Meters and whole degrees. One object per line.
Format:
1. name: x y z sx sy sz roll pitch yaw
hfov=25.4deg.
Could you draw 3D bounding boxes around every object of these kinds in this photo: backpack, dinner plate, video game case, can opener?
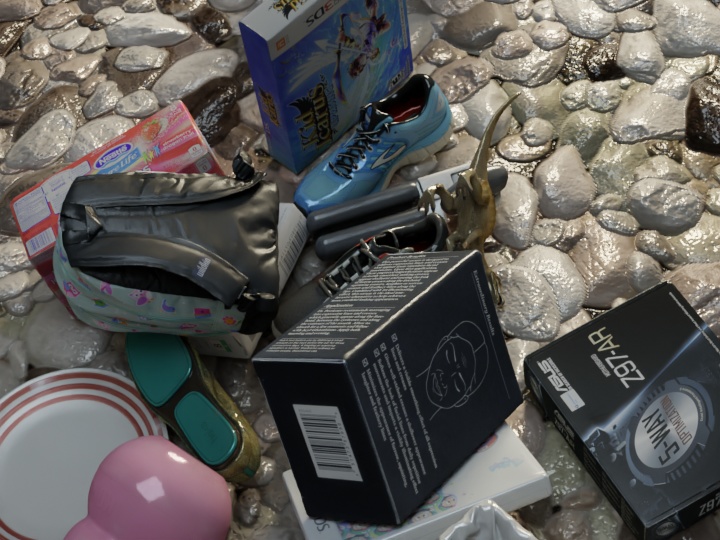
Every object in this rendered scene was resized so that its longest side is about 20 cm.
1. backpack: -0.175 -0.013 1.432 0.198 0.127 0.168 3 54 -10
2. dinner plate: -0.269 0.179 1.454 0.198 0.024 0.202 -5 52 6
3. video game case: -0.028 -0.221 1.600 0.181 0.201 0.045 -41 59 -20
4. can opener: 0.047 -0.065 1.547 0.198 0.067 0.054 -17 72 -12
5. video game case: 0.042 0.179 1.343 0.198 0.024 0.182 -20 19 -6

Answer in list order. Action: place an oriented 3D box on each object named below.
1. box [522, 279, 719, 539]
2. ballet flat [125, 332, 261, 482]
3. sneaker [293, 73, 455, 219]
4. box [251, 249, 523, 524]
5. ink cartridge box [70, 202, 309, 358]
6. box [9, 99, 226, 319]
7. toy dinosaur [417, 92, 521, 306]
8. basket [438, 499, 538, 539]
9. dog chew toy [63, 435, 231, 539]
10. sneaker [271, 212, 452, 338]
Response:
1. box: 0.259 0.121 1.395 0.159 0.044 0.201 -26 54 -11
2. ballet flat: -0.151 0.119 1.453 0.070 0.071 0.200 -31 52 -14
3. sneaker: 0.005 -0.128 1.594 0.200 0.090 0.078 -43 58 -17
4. box: 0.027 0.092 1.329 0.106 0.150 0.200 -2 24 41
5. ink cartridge box: -0.165 0.004 1.565 0.198 0.050 0.162 2 52 32
6. box: -0.227 -0.060 1.553 0.199 0.095 0.103 -31 44 -2
7. toy dinosaur: 0.104 -0.068 1.492 0.058 0.101 0.203 4 93 34
8. basket: 0.101 0.325 1.196 0.198 0.162 0.200 -40 56 -19
9. dog chew toy: -0.196 0.240 1.336 0.124 0.125 0.201 29 81 27
10. sneaker: 0.000 0.000 1.505 0.199 0.082 0.077 -29 54 -13
